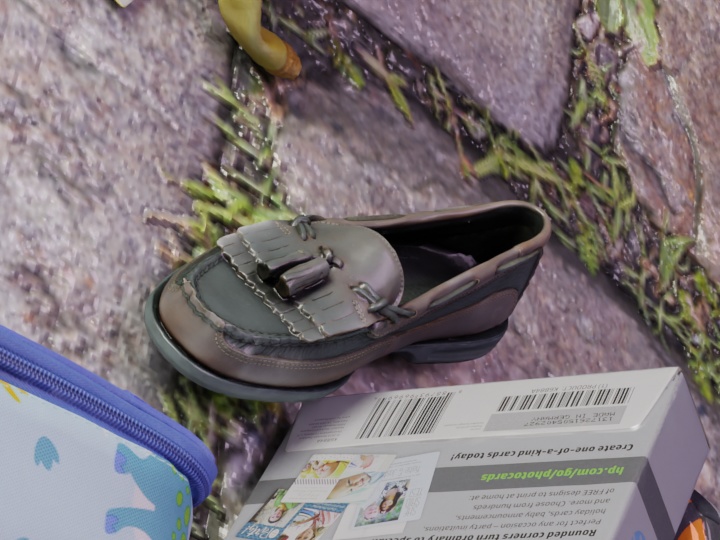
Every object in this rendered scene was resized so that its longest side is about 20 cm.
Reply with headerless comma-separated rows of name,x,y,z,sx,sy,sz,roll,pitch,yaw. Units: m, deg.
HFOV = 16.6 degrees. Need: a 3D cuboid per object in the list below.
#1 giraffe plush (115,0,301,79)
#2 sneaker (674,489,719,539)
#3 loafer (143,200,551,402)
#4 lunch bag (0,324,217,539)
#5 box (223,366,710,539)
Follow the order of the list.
giraffe plush,-0.002,-0.188,0.948,0.173,0.162,0.200,46,42,-25
sneaker,0.049,0.155,0.843,0.112,0.078,0.200,25,90,-39
loafer,0.000,0.000,0.925,0.072,0.063,0.200,50,30,22
lunch bag,-0.145,0.065,0.618,0.161,0.200,0.082,30,57,-36
box,0.016,0.112,0.819,0.041,0.156,0.200,66,34,-27
